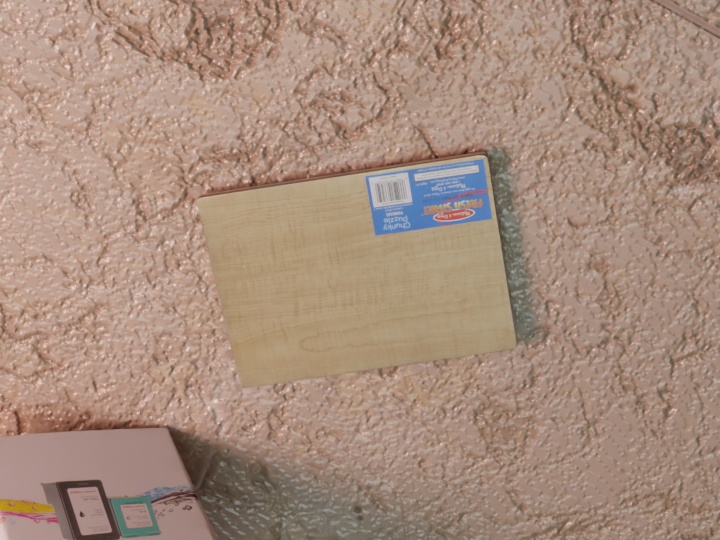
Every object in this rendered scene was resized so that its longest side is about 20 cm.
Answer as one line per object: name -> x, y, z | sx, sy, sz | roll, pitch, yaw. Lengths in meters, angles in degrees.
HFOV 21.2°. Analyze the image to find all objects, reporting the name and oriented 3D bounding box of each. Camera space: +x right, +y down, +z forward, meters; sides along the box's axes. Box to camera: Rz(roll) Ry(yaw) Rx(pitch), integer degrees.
ink cartridge box -> -0.184, 0.225, 1.327 | 0.145, 0.200, 0.147 | -2, 120, -21
puzzle board -> 0.000, 0.000, 1.326 | 0.199, 0.017, 0.151 | -9, 116, 5
